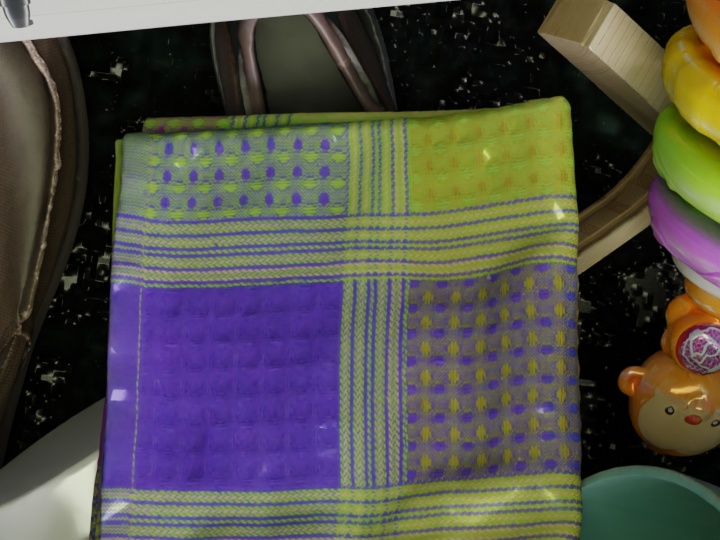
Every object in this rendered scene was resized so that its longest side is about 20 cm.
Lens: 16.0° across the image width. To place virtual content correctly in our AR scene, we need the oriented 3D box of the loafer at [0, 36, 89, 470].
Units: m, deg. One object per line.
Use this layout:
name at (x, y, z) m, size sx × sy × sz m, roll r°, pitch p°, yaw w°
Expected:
loafer at (-0.128, 0.009, 0.786) m, size 0.072 × 0.071 × 0.202 m, roll 8°, pitch 102°, yaw 0°

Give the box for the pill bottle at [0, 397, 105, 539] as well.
pill bottle at (-0.035, 0.135, 0.788) m, size 0.112 × 0.112 × 0.201 m, roll -30°, pitch 100°, yaw 7°

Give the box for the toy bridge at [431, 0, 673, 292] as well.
toy bridge at (0.083, -0.059, 0.767) m, size 0.067 × 0.027 × 0.201 m, roll 36°, pitch 82°, yaw -37°

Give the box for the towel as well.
towel at (-0.009, 0.049, 0.705) m, size 0.142 × 0.023 × 0.202 m, roll -1°, pitch 73°, yaw 15°

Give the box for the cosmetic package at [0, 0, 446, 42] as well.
cosmetic package at (-0.047, -0.114, 0.718) m, size 0.198 × 0.051 × 0.083 m, roll -5°, pitch 126°, yaw 4°

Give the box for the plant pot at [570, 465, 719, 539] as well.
plant pot at (0.127, 0.167, 0.690) m, size 0.160 × 0.201 × 0.202 m, roll 14°, pitch 103°, yaw -24°

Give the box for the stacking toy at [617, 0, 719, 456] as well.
stacking toy at (0.120, -0.030, 0.732) m, size 0.115 × 0.110 × 0.201 m, roll 14°, pitch 115°, yaw -13°

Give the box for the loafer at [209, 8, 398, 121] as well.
loafer at (0.000, 0.000, 0.785) m, size 0.071 × 0.063 × 0.201 m, roll -19°, pitch 100°, yaw 4°
